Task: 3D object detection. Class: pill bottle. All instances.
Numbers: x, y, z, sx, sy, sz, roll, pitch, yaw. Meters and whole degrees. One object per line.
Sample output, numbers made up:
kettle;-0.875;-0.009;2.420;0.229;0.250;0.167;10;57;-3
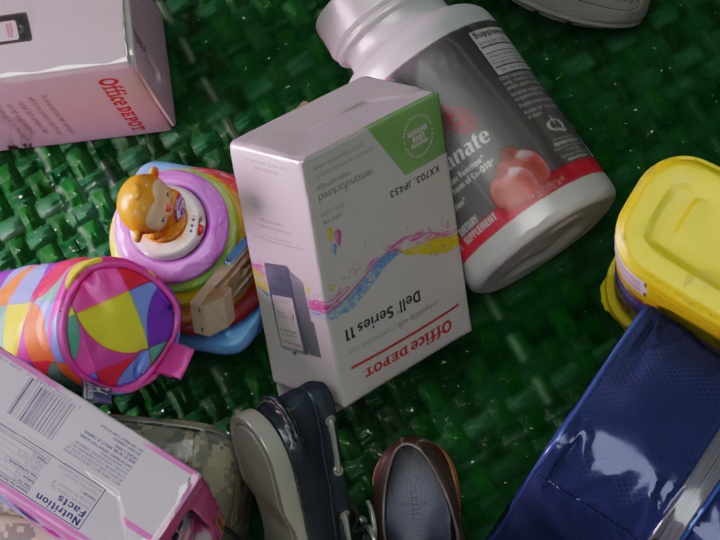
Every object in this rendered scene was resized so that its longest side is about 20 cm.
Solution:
pill bottle;0.060;-0.095;1.388;0.111;0.111;0.200;-34;78;-1

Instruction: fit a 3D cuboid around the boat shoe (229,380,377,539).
boat shoe;-0.026;0.151;1.331;0.062;0.200;0.075;-28;34;-20

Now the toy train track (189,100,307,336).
toy train track;-0.041;-0.025;1.360;0.033;0.115;0.200;14;40;23

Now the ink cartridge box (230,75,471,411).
ink cartridge box;0.000;0.000;1.326;0.117;0.200;0.067;-30;32;-36

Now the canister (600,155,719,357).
canister;0.217;0.009;1.306;0.148;0.200;0.087;31;85;10

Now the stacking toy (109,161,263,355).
stacking toy;-0.112;-0.024;1.346;0.110;0.200;0.116;13;80;8

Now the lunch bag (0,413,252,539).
lunch bag;-0.171;0.177;1.344;0.200;0.139;0.168;5;74;6

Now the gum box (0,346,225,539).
gum box;-0.169;0.106;1.233;0.200;0.114;0.066;31;77;13

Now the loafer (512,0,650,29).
loafer;0.099;-0.212;1.399;0.200;0.070;0.070;21;122;-16

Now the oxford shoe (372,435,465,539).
oxford shoe;0.038;0.199;1.354;0.071;0.073;0.200;-12;79;3

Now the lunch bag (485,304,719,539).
lunch bag;0.169;0.130;1.294;0.132;0.200;0.136;34;66;7

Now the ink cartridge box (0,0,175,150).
ink cartridge box;-0.228;-0.133;1.407;0.200;0.146;0.084;-7;77;4

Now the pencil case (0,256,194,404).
pencil case;-0.180;0.038;1.349;0.088;0.200;0.088;0;90;-30
